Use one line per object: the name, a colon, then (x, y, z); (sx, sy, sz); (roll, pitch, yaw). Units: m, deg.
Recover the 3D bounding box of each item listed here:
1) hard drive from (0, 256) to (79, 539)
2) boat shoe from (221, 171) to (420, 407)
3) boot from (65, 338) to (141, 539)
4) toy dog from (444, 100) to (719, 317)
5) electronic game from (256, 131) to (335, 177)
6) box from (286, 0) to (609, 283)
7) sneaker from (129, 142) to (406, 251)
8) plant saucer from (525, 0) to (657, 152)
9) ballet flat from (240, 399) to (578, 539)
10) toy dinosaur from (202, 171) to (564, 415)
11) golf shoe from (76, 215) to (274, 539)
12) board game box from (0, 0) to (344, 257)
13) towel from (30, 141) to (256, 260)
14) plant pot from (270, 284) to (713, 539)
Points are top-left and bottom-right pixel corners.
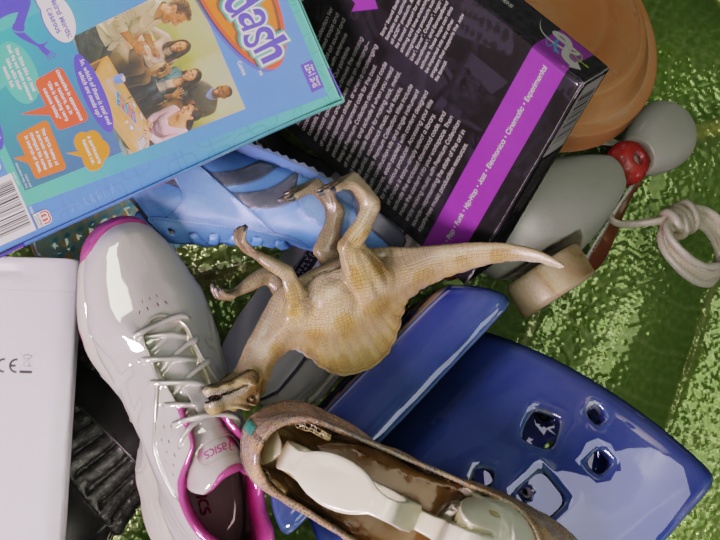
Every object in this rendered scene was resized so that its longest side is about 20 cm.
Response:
hard drive: (-0.223, 0.092, 0.874); (0.130, 0.027, 0.202); (2, 74, -3)
boat shoe: (0.000, 0.000, 0.950); (0.066, 0.072, 0.201); (40, 80, -41)
boot: (-0.195, 0.075, 0.935); (0.210, 0.080, 0.158); (33, 75, 6)
toy dog: (0.120, -0.036, 0.970); (0.198, 0.096, 0.133); (-4, 74, -37)
electronic game: (-0.007, -0.127, 0.981); (0.198, 0.042, 0.202); (-2, 99, -13)
box: (0.020, -0.110, 0.865); (0.200, 0.144, 0.036); (41, 40, 15)
sneaker: (-0.074, -0.036, 0.892); (0.199, 0.066, 0.079); (25, 82, 6)
plant saucer: (0.090, -0.160, 0.944); (0.198, 0.032, 0.202); (16, 52, -21)
ballet flat: (0.028, 0.126, 0.796); (0.198, 0.067, 0.069); (23, 84, 3)
toy dinosaur: (-0.004, 0.001, 0.840); (0.199, 0.058, 0.102); (-26, 103, -7)
golf shoe: (-0.091, 0.067, 0.854); (0.075, 0.091, 0.202); (-24, 107, -24)
board game box: (-0.128, -0.115, 0.828); (0.198, 0.045, 0.153); (-24, 96, -10)
towel: (-0.149, -0.103, 0.939); (0.145, 0.022, 0.202); (-21, 93, 1)
plant pot: (0.055, 0.124, 0.924); (0.180, 0.200, 0.200); (45, 85, 0)
